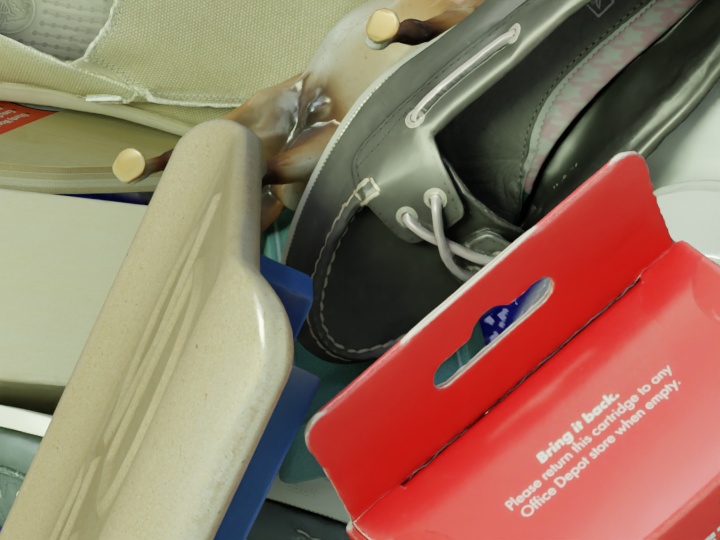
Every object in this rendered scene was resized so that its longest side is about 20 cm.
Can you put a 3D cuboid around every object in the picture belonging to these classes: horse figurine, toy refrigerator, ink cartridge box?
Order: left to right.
[{"bbox_3d":[-0.165,0.003,0.860,0.076,0.199,0.070,157,116,-63],"label":"toy refrigerator"},{"bbox_3d":[0.001,-0.059,0.844,0.200,0.132,0.050,-42,77,18],"label":"horse figurine"},{"bbox_3d":[0.075,0.077,0.689,0.116,0.200,0.067,-41,47,-11],"label":"ink cartridge box"}]

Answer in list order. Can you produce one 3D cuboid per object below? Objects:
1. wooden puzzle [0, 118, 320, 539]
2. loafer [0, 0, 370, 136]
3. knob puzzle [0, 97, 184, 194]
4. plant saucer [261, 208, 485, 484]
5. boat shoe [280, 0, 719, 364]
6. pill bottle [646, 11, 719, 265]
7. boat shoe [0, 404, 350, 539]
[{"bbox_3d":[-0.057,0.065,0.717,0.200,0.046,0.186,-111,45,-73],"label":"wooden puzzle"},{"bbox_3d":[-0.069,-0.087,0.907,0.199,0.068,0.076,2,77,4],"label":"loafer"},{"bbox_3d":[-0.138,-0.049,0.949,0.219,0.031,0.220,9,16,-3],"label":"knob puzzle"},{"bbox_3d":[0.000,0.000,0.870,0.070,0.019,0.200,-12,30,1],"label":"plant saucer"},{"bbox_3d":[0.050,-0.046,0.770,0.200,0.067,0.057,-48,25,8],"label":"boat shoe"},{"bbox_3d":[0.144,-0.057,0.832,0.112,0.112,0.200,7,56,29],"label":"pill bottle"},{"bbox_3d":[-0.086,0.082,0.849,0.199,0.073,0.062,9,81,27],"label":"boat shoe"}]
